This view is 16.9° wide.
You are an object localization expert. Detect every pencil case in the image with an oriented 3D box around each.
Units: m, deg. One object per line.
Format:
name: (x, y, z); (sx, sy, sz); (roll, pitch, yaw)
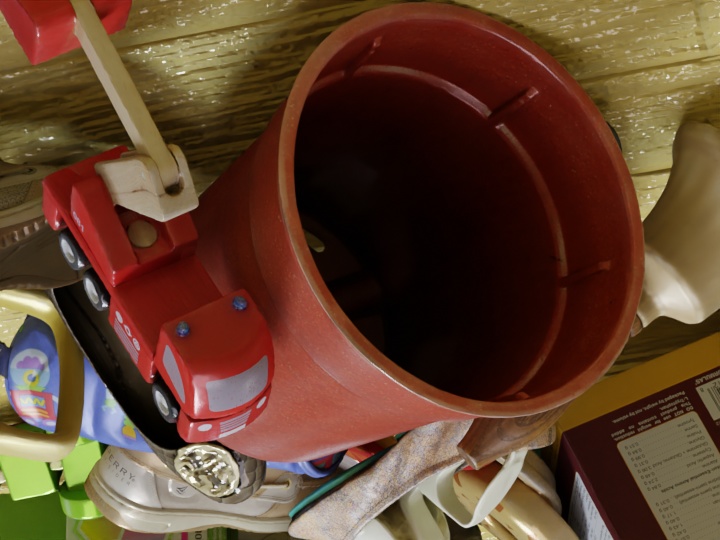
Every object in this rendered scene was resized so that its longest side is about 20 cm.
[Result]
pencil case: (-0.099, 0.058, 1.330); (0.200, 0.078, 0.087); (8, 119, 23)

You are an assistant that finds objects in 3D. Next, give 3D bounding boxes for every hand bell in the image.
hand bell: (0.126, 0.028, 1.213); (0.200, 0.104, 0.104); (-41, 153, -12)

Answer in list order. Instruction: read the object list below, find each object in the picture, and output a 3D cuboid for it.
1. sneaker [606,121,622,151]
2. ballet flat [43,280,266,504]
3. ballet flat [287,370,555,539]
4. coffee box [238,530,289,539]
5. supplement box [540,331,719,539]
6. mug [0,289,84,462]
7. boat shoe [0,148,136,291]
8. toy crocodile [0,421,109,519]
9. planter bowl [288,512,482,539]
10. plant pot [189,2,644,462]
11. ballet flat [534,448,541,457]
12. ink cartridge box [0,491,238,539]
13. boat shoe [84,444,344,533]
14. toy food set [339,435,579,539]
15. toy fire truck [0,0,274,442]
sneaker: (0.098, -0.014, 1.286); (0.085, 0.077, 0.200); (-19, 149, -35)
ballet flat: (-0.119, 0.041, 1.257); (0.067, 0.046, 0.200); (-28, 99, 29)
ballet flat: (0.032, 0.114, 1.289); (0.068, 0.067, 0.200); (-22, 166, -45)
coffee box: (-0.072, 0.263, 1.623); (0.114, 0.200, 0.080); (18, 150, -32)
supplement box: (0.235, 0.150, 1.395); (0.197, 0.200, 0.133); (-22, 153, -10)
mug: (-0.253, 0.040, 1.254); (0.149, 0.153, 0.187); (-20, 148, 27)
boat shoe: (-0.176, -0.027, 1.184); (0.200, 0.065, 0.072); (-22, 153, -29)
toy crocodile: (-0.209, 0.117, 1.500); (0.200, 0.062, 0.068); (-7, 112, 5)
planter bowl: (0.016, 0.224, 1.498); (0.200, 0.135, 0.200); (-3, -172, 0)
plant pot: (0.000, 0.000, 1.184); (0.200, 0.201, 0.195); (14, 155, -28)
ballet flat: (0.069, 0.070, 1.441); (0.071, 0.069, 0.200); (3, 156, 27)
ink cartridge box: (-0.179, 0.189, 1.536); (0.200, 0.148, 0.076); (-4, 152, 2)
boat shoe: (-0.071, 0.113, 1.471); (0.200, 0.074, 0.069); (-3, 130, -46)
toy food set: (0.030, 0.103, 1.416); (0.200, 0.049, 0.198); (38, 166, -34)
toy fire truck: (-0.099, -0.035, 1.084); (0.049, 0.200, 0.141); (-24, 156, -22)
